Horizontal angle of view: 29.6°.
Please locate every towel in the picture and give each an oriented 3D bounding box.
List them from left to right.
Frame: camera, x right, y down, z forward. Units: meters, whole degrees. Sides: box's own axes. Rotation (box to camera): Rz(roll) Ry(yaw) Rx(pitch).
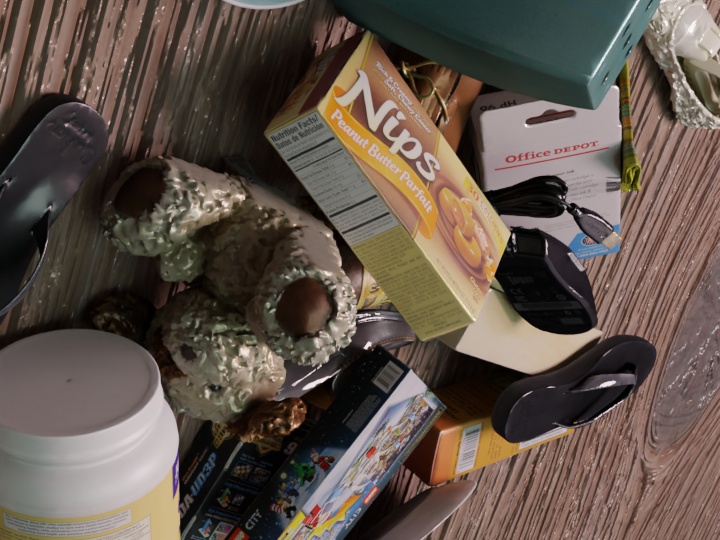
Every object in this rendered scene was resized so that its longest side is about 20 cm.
[{"bbox_3d":[0.221,-0.171,1.133,0.086,0.018,0.201,53,35,-77],"label":"towel"}]

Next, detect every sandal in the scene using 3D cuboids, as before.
[{"bbox_3d":[-0.231,-0.022,0.883,0.076,0.043,0.200,26,97,-49],"label":"sandal"},{"bbox_3d":[0.208,0.119,1.273,0.200,0.043,0.076,-20,129,-34],"label":"sandal"}]

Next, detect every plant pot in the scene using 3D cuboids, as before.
[{"bbox_3d":[0.094,-0.200,0.922,0.142,0.200,0.141,-58,166,2],"label":"plant pot"}]

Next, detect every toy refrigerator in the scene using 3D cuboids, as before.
[{"bbox_3d":[0.135,0.045,1.257,0.200,0.076,0.070,21,101,-48],"label":"toy refrigerator"}]

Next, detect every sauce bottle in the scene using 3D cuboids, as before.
[{"bbox_3d":[0.000,0.000,1.105,0.200,0.065,0.065,-12,124,-38],"label":"sauce bottle"}]

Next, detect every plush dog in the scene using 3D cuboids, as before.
[{"bbox_3d":[-0.093,0.027,0.975,0.172,0.200,0.160,-61,166,18],"label":"plush dog"}]

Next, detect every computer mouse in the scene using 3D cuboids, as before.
[{"bbox_3d":[0.160,-0.018,1.112,0.200,0.140,0.046,43,53,-36],"label":"computer mouse"}]

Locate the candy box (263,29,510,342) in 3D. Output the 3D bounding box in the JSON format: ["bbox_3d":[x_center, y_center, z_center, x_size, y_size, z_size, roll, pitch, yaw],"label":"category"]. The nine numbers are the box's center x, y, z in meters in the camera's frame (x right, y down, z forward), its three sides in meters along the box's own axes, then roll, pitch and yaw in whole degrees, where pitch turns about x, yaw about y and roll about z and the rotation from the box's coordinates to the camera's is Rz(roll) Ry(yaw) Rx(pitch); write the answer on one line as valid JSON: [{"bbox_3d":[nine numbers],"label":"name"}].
[{"bbox_3d":[0.025,-0.061,0.994,0.200,0.055,0.116,52,36,-20],"label":"candy box"}]

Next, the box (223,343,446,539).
[{"bbox_3d":[-0.017,0.165,1.119,0.200,0.038,0.137,-51,157,-5],"label":"box"}]

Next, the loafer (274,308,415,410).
[{"bbox_3d":[-0.035,0.080,1.103,0.200,0.072,0.073,-13,169,-31],"label":"loafer"}]

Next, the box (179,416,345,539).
[{"bbox_3d":[-0.079,0.200,1.176,0.200,0.046,0.159,28,95,-49],"label":"box"}]

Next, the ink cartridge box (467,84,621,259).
[{"bbox_3d":[0.153,-0.092,1.132,0.116,0.068,0.200,-11,140,0],"label":"ink cartridge box"}]

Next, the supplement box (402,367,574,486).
[{"bbox_3d":[0.124,0.142,1.319,0.200,0.066,0.069,-12,122,-39],"label":"supplement box"}]

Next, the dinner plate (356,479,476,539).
[{"bbox_3d":[0.022,0.249,1.252,0.200,0.024,0.200,-39,177,-3],"label":"dinner plate"}]

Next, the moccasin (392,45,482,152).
[{"bbox_3d":[0.043,-0.137,1.056,0.078,0.074,0.202,-19,138,-45],"label":"moccasin"}]

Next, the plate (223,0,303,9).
[{"bbox_3d":[-0.054,-0.273,0.901,0.200,0.026,0.201,-25,132,-31],"label":"plate"}]

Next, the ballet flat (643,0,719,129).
[{"bbox_3d":[0.315,-0.203,1.273,0.072,0.072,0.200,-47,138,-9],"label":"ballet flat"}]

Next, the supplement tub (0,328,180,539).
[{"bbox_3d":[-0.199,0.157,0.956,0.145,0.145,0.200,-20,129,-34],"label":"supplement tub"}]
